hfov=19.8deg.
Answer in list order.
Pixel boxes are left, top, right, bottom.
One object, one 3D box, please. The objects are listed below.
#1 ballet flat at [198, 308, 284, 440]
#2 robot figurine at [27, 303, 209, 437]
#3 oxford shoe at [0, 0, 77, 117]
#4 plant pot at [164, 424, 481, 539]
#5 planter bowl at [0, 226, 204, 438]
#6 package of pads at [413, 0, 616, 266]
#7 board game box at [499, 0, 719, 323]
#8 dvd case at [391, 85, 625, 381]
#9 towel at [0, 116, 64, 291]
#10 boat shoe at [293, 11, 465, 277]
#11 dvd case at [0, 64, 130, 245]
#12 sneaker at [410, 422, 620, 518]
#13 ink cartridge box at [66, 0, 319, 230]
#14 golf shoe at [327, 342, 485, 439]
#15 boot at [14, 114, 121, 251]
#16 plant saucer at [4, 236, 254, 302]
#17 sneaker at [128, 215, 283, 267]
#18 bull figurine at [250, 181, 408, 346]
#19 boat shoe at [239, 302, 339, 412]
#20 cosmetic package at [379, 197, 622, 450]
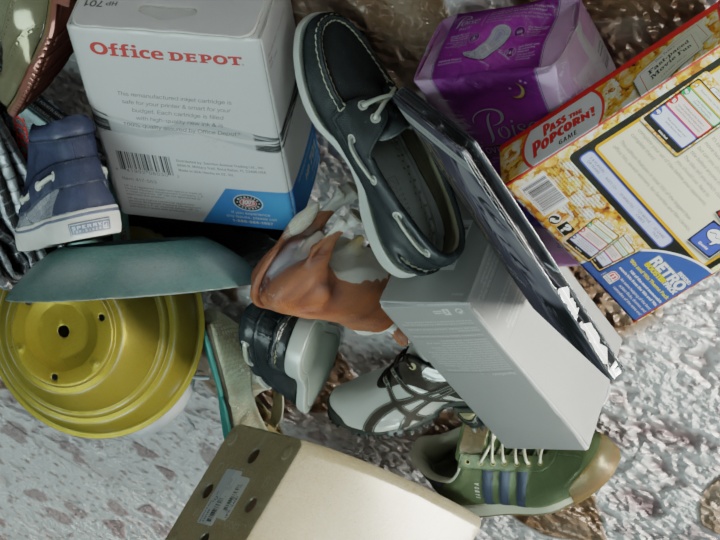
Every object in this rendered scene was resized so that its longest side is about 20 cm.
[{"bbox_3d":[-0.102,0.095,1.830,0.062,0.068,0.201,-15,143,-7],"label":"ballet flat"},{"bbox_3d":[-0.230,0.075,1.832,0.199,0.113,0.170,25,147,4],"label":"robot figurine"},{"bbox_3d":[-0.243,-0.200,1.534,0.073,0.071,0.201,32,131,3],"label":"oxford shoe"},{"bbox_3d":[-0.052,0.242,1.788,0.177,0.201,0.199,38,164,-27],"label":"plant pot"},{"bbox_3d":[-0.236,0.047,1.726,0.199,0.202,0.083,21,-171,10],"label":"planter bowl"},{"bbox_3d":[0.134,-0.088,1.416,0.120,0.076,0.201,-5,134,34],"label":"package of pads"},{"bbox_3d":[0.213,-0.072,1.332,0.199,0.047,0.151,-32,122,24],"label":"board game box"},{"bbox_3d":[0.098,-0.026,1.384,0.201,0.016,0.149,55,177,-25],"label":"dvd case"},{"bbox_3d":[-0.343,-0.084,1.674,0.165,0.086,0.201,18,140,44],"label":"towel"},{"bbox_3d":[0.018,-0.093,1.446,0.060,0.075,0.201,-15,104,55],"label":"boat shoe"},{"bbox_3d":[-0.262,-0.091,1.666,0.200,0.022,0.147,38,149,24],"label":"dvd case"},{"bbox_3d":[0.120,0.159,1.742,0.090,0.067,0.199,38,147,-24],"label":"sneaker"},{"bbox_3d":[-0.117,-0.129,1.508,0.145,0.086,0.201,6,139,13],"label":"ink cartridge box"},{"bbox_3d":[0.051,0.083,1.701,0.198,0.078,0.095,-9,122,31],"label":"golf shoe"},{"bbox_3d":[-0.225,-0.066,1.563,0.200,0.072,0.091,173,86,-69],"label":"boot"},{"bbox_3d":[-0.173,-0.003,1.572,0.200,0.200,0.039,-1,94,34],"label":"plant saucer"},{"bbox_3d":[-0.126,-0.031,1.675,0.198,0.060,0.105,0,132,28],"label":"sneaker"},{"bbox_3d":[0.000,0.000,1.575,0.065,0.199,0.122,47,114,29],"label":"bull figurine"},{"bbox_3d":[-0.059,0.064,1.697,0.060,0.076,0.200,21,163,9],"label":"boat shoe"},{"bbox_3d":[0.111,0.041,1.551,0.090,0.107,0.200,-1,142,35],"label":"cosmetic package"}]
